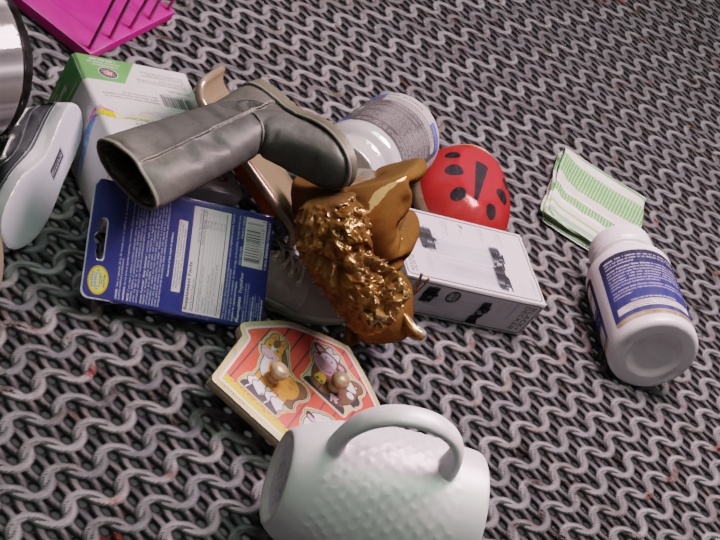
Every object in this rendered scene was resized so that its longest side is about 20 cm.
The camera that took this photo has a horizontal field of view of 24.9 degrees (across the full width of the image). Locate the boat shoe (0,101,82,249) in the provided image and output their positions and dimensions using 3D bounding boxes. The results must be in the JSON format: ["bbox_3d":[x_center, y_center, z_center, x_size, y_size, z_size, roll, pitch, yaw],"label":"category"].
[{"bbox_3d":[-0.340,-0.097,1.623,0.068,0.072,0.200,3,47,14],"label":"boat shoe"}]

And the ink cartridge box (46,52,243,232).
[{"bbox_3d":[-0.231,-0.128,1.736,0.144,0.084,0.200,7,41,-38],"label":"ink cartridge box"}]

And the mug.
[{"bbox_3d":[0.016,0.190,1.442,0.175,0.200,0.148,18,41,-14],"label":"mug"}]

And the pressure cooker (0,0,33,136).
[{"bbox_3d":[-0.435,-0.196,1.559,0.200,0.176,0.179,-15,59,-49],"label":"pressure cooker"}]

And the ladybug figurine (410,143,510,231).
[{"bbox_3d":[0.131,-0.094,2.027,0.135,0.072,0.200,27,34,-13],"label":"ladybug figurine"}]

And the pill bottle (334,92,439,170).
[{"bbox_3d":[0.010,-0.133,1.921,0.114,0.114,0.200,38,29,6],"label":"pill bottle"}]

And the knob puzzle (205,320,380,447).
[{"bbox_3d":[-0.042,0.116,1.615,0.219,0.030,0.220,30,33,-22],"label":"knob puzzle"}]

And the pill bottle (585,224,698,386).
[{"bbox_3d":[0.339,0.036,2.008,0.111,0.111,0.200,19,36,-22],"label":"pill bottle"}]

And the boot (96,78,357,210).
[{"bbox_3d":[-0.128,-0.108,1.590,0.182,0.073,0.200,33,38,29],"label":"boot"}]

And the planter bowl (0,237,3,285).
[{"bbox_3d":[-0.390,-0.012,1.373,0.200,0.201,0.135,31,5,-5],"label":"planter bowl"}]

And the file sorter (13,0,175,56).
[{"bbox_3d":[-0.301,-0.362,1.939,0.139,0.126,0.200,38,33,5],"label":"file sorter"}]

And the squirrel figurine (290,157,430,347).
[{"bbox_3d":[0.000,0.000,1.673,0.141,0.187,0.200,-5,20,16],"label":"squirrel figurine"}]

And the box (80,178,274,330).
[{"bbox_3d":[-0.184,-0.014,1.620,0.200,0.032,0.122,13,78,-32],"label":"box"}]

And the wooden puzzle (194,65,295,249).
[{"bbox_3d":[-0.120,-0.123,1.770,0.200,0.037,0.185,59,8,-9],"label":"wooden puzzle"}]

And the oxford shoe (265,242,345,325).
[{"bbox_3d":[-0.085,0.002,1.725,0.200,0.058,0.075,24,32,-20],"label":"oxford shoe"}]

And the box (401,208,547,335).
[{"bbox_3d":[0.108,0.000,1.889,0.199,0.060,0.117,11,44,-32],"label":"box"}]

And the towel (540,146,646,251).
[{"bbox_3d":[0.320,-0.085,2.230,0.152,0.023,0.200,32,32,-5],"label":"towel"}]
